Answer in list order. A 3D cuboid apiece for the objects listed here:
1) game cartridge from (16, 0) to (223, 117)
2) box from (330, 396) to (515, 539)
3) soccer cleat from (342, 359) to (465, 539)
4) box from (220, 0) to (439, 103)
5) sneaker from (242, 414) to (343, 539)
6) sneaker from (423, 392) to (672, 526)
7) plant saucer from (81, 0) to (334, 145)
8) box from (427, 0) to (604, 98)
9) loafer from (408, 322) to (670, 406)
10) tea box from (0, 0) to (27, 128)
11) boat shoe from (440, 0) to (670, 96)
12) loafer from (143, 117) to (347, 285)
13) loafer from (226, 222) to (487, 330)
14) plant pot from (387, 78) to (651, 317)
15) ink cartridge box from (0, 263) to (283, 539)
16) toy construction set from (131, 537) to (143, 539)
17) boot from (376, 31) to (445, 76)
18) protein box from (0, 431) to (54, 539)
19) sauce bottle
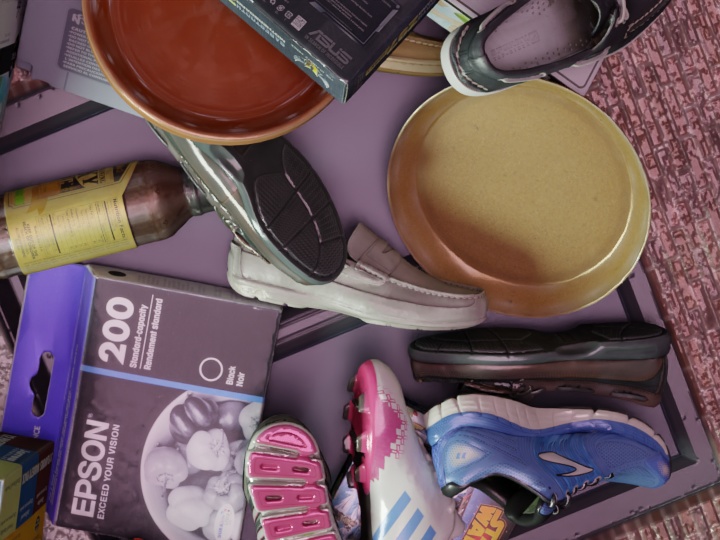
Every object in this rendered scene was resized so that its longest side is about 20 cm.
[{"bbox_3d":[-0.145,-0.163,1.494,0.199,0.134,0.041,19,55,-5],"label":"game cartridge"},{"bbox_3d":[0.033,0.210,1.592,0.136,0.040,0.201,28,96,-5],"label":"box"},{"bbox_3d":[0.034,0.161,1.536,0.086,0.070,0.202,-4,103,-11],"label":"soccer cleat"},{"bbox_3d":[-0.034,-0.236,1.390,0.200,0.051,0.158,40,78,5],"label":"box"},{"bbox_3d":[-0.046,0.195,1.540,0.073,0.088,0.202,-10,107,-1],"label":"sneaker"},{"bbox_3d":[0.140,0.150,1.536,0.198,0.079,0.090,7,68,-20],"label":"sneaker"},{"bbox_3d":[-0.092,-0.184,1.423,0.198,0.032,0.202,2,80,-9],"label":"plant saucer"},{"bbox_3d":[0.099,-0.223,1.488,0.199,0.060,0.117,34,78,-19],"label":"box"},{"bbox_3d":[0.136,0.079,1.557,0.198,0.072,0.063,-3,104,-4],"label":"loafer"},{"bbox_3d":[-0.323,-0.126,1.449,0.133,0.200,0.198,14,99,-4],"label":"tea box"},{"bbox_3d":[0.152,-0.176,1.444,0.199,0.060,0.076,-32,99,-20],"label":"boat shoe"},{"bbox_3d":[-0.087,-0.070,1.493,0.200,0.063,0.072,52,55,-12],"label":"loafer"},{"bbox_3d":[0.000,0.000,1.544,0.198,0.070,0.070,11,97,-2],"label":"loafer"},{"bbox_3d":[0.118,-0.058,1.527,0.198,0.028,0.201,9,123,14],"label":"plant pot"},{"bbox_3d":[-0.172,0.103,1.567,0.198,0.043,0.200,10,98,-2],"label":"ink cartridge box"},{"bbox_3d":[-0.149,0.279,1.570,0.198,0.093,0.132,10,137,3],"label":"toy construction set"},{"bbox_3d":[-0.010,-0.234,1.513,0.198,0.073,0.157,17,96,-2],"label":"boot"},{"bbox_3d":[-0.348,0.215,1.514,0.198,0.135,0.200,10,98,6],"label":"protein box"},{"bbox_3d":[-0.180,-0.046,1.536,0.198,0.065,0.065,-13,98,-2],"label":"sauce bottle"}]
